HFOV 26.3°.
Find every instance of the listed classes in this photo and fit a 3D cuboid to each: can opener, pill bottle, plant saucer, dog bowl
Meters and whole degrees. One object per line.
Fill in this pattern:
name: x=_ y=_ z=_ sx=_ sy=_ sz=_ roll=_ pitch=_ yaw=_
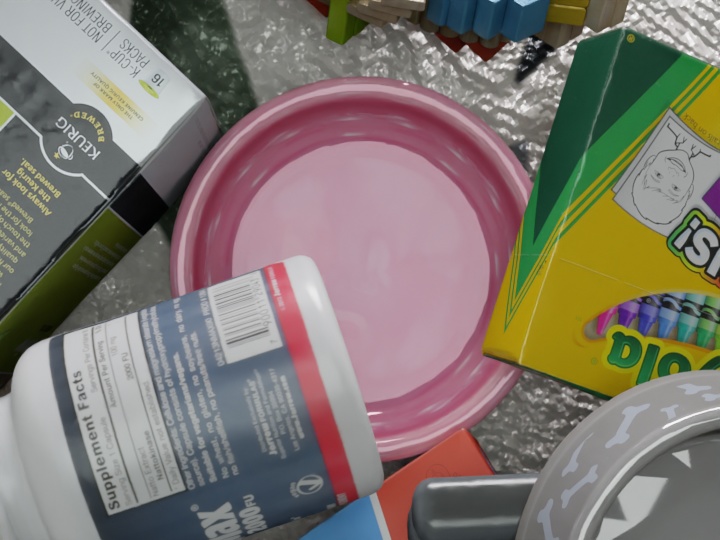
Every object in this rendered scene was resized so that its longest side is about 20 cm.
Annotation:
can opener: x=0.120 y=0.106 z=0.741 sx=0.198 sy=0.053 sz=0.067 roll=-6 pitch=60 yaw=-6
pill bottle: x=-0.099 y=0.078 z=0.724 sx=0.199 sy=0.120 sz=0.120 roll=-18 pitch=86 yaw=-3
plant saucer: x=0.000 y=0.000 z=0.818 sx=0.199 sy=0.051 sz=0.202 roll=0 pitch=86 yaw=-2
dog bowl: x=0.168 y=0.145 z=0.681 sx=0.198 sy=0.059 sz=0.202 roll=0 pitch=88 yaw=-5

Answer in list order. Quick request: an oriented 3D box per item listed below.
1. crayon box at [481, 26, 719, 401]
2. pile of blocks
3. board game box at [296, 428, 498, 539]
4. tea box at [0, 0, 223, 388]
crayon box: x=0.182 y=-0.005 z=0.792 sx=0.199 sy=0.058 sz=0.174 roll=20 pitch=84 yaw=-17
pile of blocks: x=0.040 y=-0.138 z=0.819 sx=0.198 sy=0.062 sz=0.082 roll=11 pitch=43 yaw=2
board game box: x=0.045 y=0.204 z=0.762 sx=0.153 sy=0.040 sz=0.201 roll=-34 pitch=69 yaw=2
tea box: x=-0.207 y=-0.071 z=0.778 sx=0.200 sy=0.134 sz=0.197 roll=43 pitch=85 yaw=3
